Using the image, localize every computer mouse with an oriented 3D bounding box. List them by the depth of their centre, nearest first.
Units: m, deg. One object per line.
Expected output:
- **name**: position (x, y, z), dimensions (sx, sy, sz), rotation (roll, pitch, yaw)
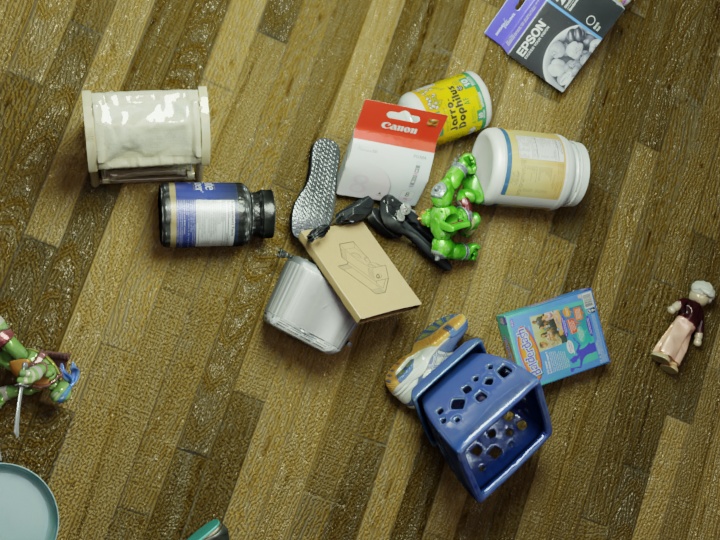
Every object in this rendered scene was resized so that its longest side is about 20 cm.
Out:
- **computer mouse**: position (-0.033, -0.085, 1.620), dimensions (0.200, 0.058, 0.034), rotation (-37, 104, -48)

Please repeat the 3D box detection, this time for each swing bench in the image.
- **swing bench**: position (-0.358, -0.221, 1.521), dimensions (0.195, 0.200, 0.132), rotation (-5, 88, -15)

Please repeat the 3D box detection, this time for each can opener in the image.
- **can opener**: position (0.107, -0.072, 1.712), dimensions (0.199, 0.078, 0.064), rotation (33, 69, -20)

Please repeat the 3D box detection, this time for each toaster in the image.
- **toaster**: position (-0.088, 0.062, 1.624), dimensions (0.198, 0.113, 0.131), rotation (29, 82, -14)

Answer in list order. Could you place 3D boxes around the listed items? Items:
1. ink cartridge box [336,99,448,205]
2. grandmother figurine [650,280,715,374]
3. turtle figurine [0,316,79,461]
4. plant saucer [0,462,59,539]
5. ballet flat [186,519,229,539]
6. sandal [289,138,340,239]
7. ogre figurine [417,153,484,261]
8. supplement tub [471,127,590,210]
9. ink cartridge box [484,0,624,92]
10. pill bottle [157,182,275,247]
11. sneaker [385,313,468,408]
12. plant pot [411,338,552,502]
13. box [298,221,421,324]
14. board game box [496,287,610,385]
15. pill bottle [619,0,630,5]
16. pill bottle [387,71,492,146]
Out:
- **ink cartridge box**: position (0.055, -0.206, 1.641), dimensions (0.160, 0.201, 0.058), rotation (8, 55, -14)
- **grandmother figurine**: position (0.665, 0.105, 1.858), dimensions (0.121, 0.060, 0.201), rotation (46, 72, -37)
- **turtle figurine**: position (-0.578, 0.173, 1.469), dimensions (0.194, 0.144, 0.200), rotation (46, 73, -4)
- **plant saucer**: position (-0.603, 0.421, 1.507), dimensions (0.197, 0.027, 0.204), rotation (1, 87, -14)
- **ballet flat**: position (-0.312, 0.508, 1.563), dimensions (0.198, 0.068, 0.069), rotation (-26, 102, -15)
- **sandal**: position (-0.080, -0.144, 1.678), dimensions (0.075, 0.043, 0.203), rotation (21, 71, -14)
- **ogre figurine**: position (0.174, -0.104, 1.673), dimensions (0.098, 0.202, 0.119), rotation (36, 41, 29)
- **supplement tub**: position (0.321, -0.191, 1.733), dimensions (0.196, 0.144, 0.147), rotation (3, 86, -15)
- **ink cartridge box**: position (0.375, -0.484, 1.762), dimensions (0.198, 0.044, 0.199), rotation (29, 114, -15)
- **pill bottle**: position (-0.252, -0.098, 1.589), dimensions (0.196, 0.112, 0.114), rotation (-2, 87, -16)
- **sneaker**: position (0.137, 0.171, 1.708), dimensions (0.200, 0.075, 0.088), rotation (-44, 109, -6)
- **plant pot**: position (0.209, 0.257, 1.636), dimensions (0.199, 0.180, 0.201), rotation (-38, 138, -13)
- **box**: position (0.000, 0.000, 1.614), dimensions (0.162, 0.021, 0.201), rotation (-11, 57, -45)
- **board game box**: position (0.379, 0.135, 1.781), dimensions (0.197, 0.045, 0.155), rotation (-15, 91, -16)
- **pill bottle**: position (0.442, -0.573, 1.809), dimensions (0.197, 0.104, 0.106), rotation (-9, 89, -15)
- **pill bottle**: position (0.138, -0.292, 1.706), dimensions (0.197, 0.113, 0.114), rotation (-22, 92, -15)
